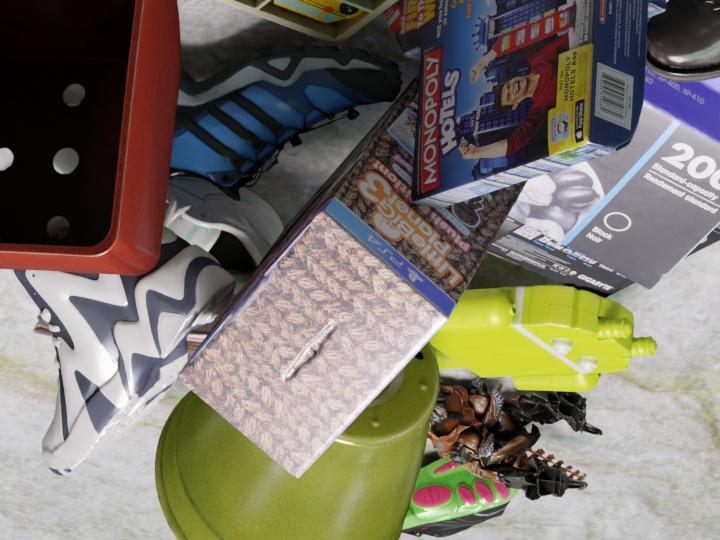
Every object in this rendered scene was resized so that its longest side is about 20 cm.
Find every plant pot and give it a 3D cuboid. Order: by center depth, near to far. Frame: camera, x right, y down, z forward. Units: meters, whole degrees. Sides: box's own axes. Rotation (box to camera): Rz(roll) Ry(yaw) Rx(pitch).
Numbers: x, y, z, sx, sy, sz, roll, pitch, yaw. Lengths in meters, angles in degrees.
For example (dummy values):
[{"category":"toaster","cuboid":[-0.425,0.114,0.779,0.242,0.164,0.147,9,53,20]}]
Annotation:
[{"category":"plant pot","cuboid":[-0.196,-0.087,1.531,0.198,0.202,0.176,2,167,15]},{"category":"plant pot","cuboid":[-0.032,0.112,1.941,0.199,0.202,0.193,4,148,-18]}]

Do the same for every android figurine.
[{"category":"android figurine","cuboid":[0.119,0.049,1.962,0.199,0.041,0.182,-1,161,28]}]

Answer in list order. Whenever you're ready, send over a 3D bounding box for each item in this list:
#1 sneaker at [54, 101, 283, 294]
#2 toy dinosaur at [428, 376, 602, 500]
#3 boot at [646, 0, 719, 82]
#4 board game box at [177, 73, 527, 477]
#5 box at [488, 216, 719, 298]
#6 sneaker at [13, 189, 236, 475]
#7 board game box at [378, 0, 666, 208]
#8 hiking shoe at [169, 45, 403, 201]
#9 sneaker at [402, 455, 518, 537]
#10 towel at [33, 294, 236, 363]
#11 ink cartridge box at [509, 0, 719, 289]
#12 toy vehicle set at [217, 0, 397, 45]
[{"category":"sneaker","cuboid":[-0.126,-0.044,1.716,0.199,0.080,0.071,28,107,-23]},{"category":"toy dinosaur","cuboid":[0.116,0.131,2.139,0.199,0.103,0.135,2,178,-44]},{"category":"boot","cuboid":[0.225,-0.211,1.514,0.199,0.069,0.174,-36,146,3]},{"category":"board game box","cuboid":[0.000,0.000,1.621,0.097,0.200,0.160,40,124,-4]},{"category":"box","cuboid":[0.171,-0.062,1.813,0.199,0.050,0.198,21,141,-39]},{"category":"sneaker","cuboid":[-0.174,0.028,1.659,0.079,0.130,0.199,-35,167,-46]},{"category":"board game box","cuboid":[0.088,-0.137,1.552,0.061,0.202,0.199,18,158,-35]},{"category":"hiking shoe","cuboid":[-0.067,-0.088,1.662,0.198,0.087,0.074,-9,175,12]},{"category":"sneaker","cuboid":[0.037,0.201,2.244,0.198,0.077,0.084,-5,148,0]},{"category":"towel","cuboid":[-0.088,0.027,1.781,0.190,0.033,0.200,10,-166,30]},{"category":"ink cartridge box","cuboid":[0.157,-0.094,1.672,0.197,0.044,0.200,27,135,-12]},{"category":"toy vehicle set","cuboid":[-0.052,-0.199,1.540,0.199,0.027,0.124,17,144,-36]}]
